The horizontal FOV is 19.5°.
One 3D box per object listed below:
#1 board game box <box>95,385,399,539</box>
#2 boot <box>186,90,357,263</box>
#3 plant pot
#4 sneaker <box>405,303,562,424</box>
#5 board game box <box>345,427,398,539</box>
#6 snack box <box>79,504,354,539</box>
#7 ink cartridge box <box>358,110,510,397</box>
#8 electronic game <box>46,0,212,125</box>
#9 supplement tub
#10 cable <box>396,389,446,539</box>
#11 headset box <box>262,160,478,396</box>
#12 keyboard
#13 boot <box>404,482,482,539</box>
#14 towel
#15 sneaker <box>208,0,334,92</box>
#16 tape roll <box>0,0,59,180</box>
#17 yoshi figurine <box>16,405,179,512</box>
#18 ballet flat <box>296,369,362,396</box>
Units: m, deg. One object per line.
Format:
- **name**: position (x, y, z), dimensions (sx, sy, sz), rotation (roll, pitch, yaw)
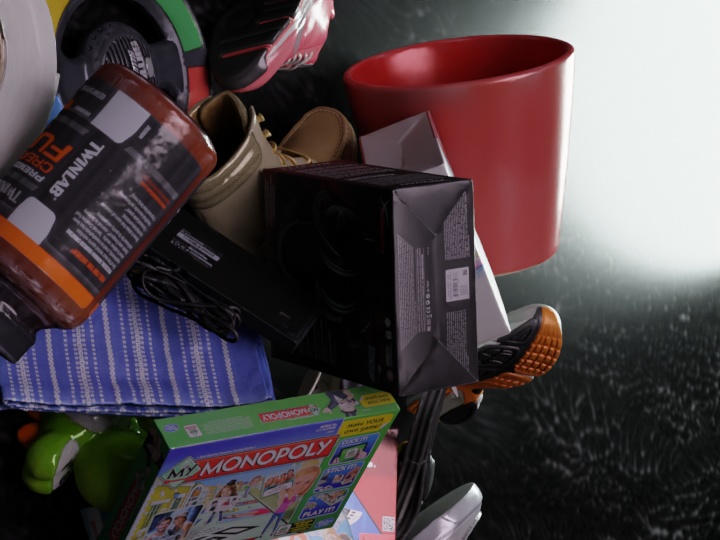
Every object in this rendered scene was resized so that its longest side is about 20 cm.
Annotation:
- **board game box**: position (-0.080, 0.147, 1.497), dimensions (0.199, 0.135, 0.029), rotation (-7, 50, -37)
- **boot**: position (-0.075, -0.091, 1.656), dimensions (0.201, 0.072, 0.156), rotation (-58, 145, -31)
- **plant pot**: position (0.093, -0.097, 1.812), dimensions (0.200, 0.199, 0.179), rotation (-29, 118, -49)
- **sneaker**: position (0.101, 0.057, 1.796), dimensions (0.075, 0.200, 0.093), rotation (18, 59, -27)
- **board game box**: position (-0.061, 0.166, 1.643), dimensions (0.199, 0.019, 0.104), rotation (7, 77, -27)
- **snack box**: position (-0.102, 0.200, 1.577), dimensions (0.199, 0.037, 0.117), rotation (-19, 92, -33)
- **ink cartridge box**: position (0.065, -0.012, 1.693), dimensions (0.117, 0.067, 0.201), rotation (-100, 169, -64)
- **electronic game**: position (-0.183, -0.148, 1.581), dimensions (0.199, 0.041, 0.202), rotation (11, 75, -50)
- **supplement tub**: position (-0.195, -0.035, 1.413), dimensions (0.200, 0.107, 0.107), rotation (-51, 126, -11)
- **cable**: position (0.033, 0.154, 1.717), dimensions (0.200, 0.050, 0.097), rotation (92, 21, -56)
- **headset box**: position (0.000, 0.000, 1.557), dimensions (0.077, 0.200, 0.150), rotation (-8, 102, -33)
- **keyboard**: position (-0.128, 0.001, 1.504), dimensions (0.199, 0.040, 0.104), rotation (33, 28, 4)
- **boot**: position (0.055, 0.272, 1.769), dimensions (0.200, 0.073, 0.096), rotation (-41, 98, -34)
- **towel**: position (-0.164, 0.039, 1.482), dimensions (0.199, 0.024, 0.145), rotation (3, 52, -22)
- **sneaker**: position (-0.058, -0.192, 1.706), dimensions (0.087, 0.073, 0.201), rotation (66, 31, -32)
- **tape roll**: position (-0.300, -0.147, 1.415), dimensions (0.202, 0.070, 0.204), rotation (12, 75, -50)
- **yoshi figurine**: position (-0.157, 0.103, 1.526), dimensions (0.200, 0.111, 0.113), rotation (-48, 130, -35)
- **ballet flat**: position (-0.028, 0.141, 1.715), dimensions (0.073, 0.073, 0.201), rotation (26, 69, -46)
